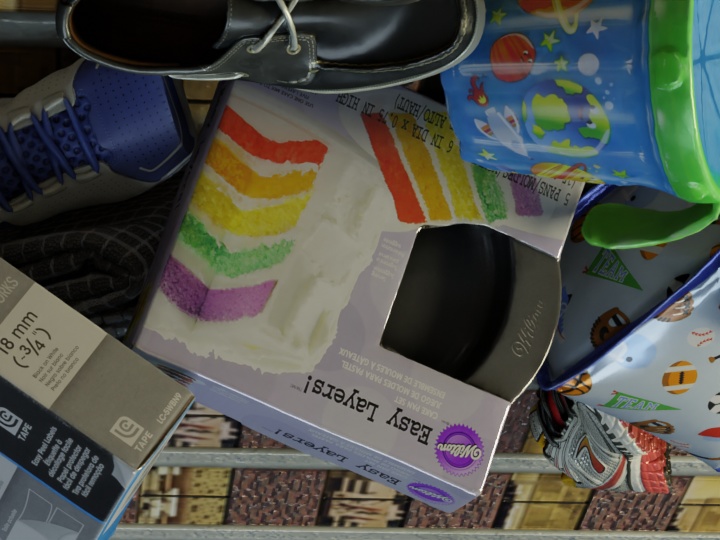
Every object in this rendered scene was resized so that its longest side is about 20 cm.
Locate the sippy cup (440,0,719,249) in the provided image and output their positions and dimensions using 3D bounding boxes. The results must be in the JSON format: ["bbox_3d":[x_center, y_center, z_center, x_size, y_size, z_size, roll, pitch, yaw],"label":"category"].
[{"bbox_3d":[0.111,-0.098,1.357,0.129,0.179,0.140,-1,-178,21],"label":"sippy cup"}]

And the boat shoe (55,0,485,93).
[{"bbox_3d":[-0.042,-0.115,1.321,0.199,0.072,0.068,4,-168,11],"label":"boat shoe"}]

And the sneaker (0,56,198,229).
[{"bbox_3d":[-0.183,-0.047,1.417,0.198,0.081,0.115,-15,-166,22],"label":"sneaker"}]

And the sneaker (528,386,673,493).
[{"bbox_3d":[0.141,0.091,1.748,0.082,0.078,0.200,-7,151,12],"label":"sneaker"}]

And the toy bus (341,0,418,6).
[{"bbox_3d":[-0.062,-0.174,1.212,0.199,0.137,0.192,13,161,-30],"label":"toy bus"}]

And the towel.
[{"bbox_3d":[-0.167,0.010,1.504,0.199,0.086,0.166,-11,-168,22],"label":"towel"}]

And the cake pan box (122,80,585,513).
[{"bbox_3d":[0.000,0.000,1.407,0.199,0.185,0.052,25,163,-11],"label":"cake pan box"}]

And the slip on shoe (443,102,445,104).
[{"bbox_3d":[0.040,-0.024,1.550,0.060,0.076,0.201,35,153,27],"label":"slip on shoe"}]

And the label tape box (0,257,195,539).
[{"bbox_3d":[-0.195,0.057,1.374,0.199,0.063,0.144,35,140,2],"label":"label tape box"}]

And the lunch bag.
[{"bbox_3d":[0.211,0.006,1.560,0.200,0.124,0.170,-38,138,27],"label":"lunch bag"}]
